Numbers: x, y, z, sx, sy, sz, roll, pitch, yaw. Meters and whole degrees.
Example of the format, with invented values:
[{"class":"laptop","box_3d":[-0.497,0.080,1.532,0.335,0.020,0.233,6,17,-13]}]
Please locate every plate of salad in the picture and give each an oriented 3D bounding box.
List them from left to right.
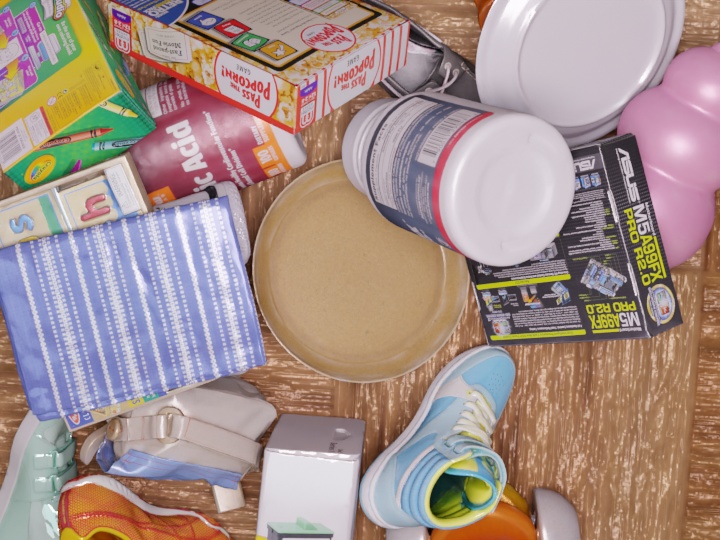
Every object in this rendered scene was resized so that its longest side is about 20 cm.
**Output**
[{"class":"plate of salad","box_3d":[0.181,-0.194,1.060,0.200,0.048,0.200,-14,128,-19]}]

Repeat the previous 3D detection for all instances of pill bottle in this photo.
[{"class":"pill bottle","box_3d":[-0.158,-0.110,1.111,0.200,0.114,0.114,-22,95,4]},{"class":"pill bottle","box_3d":[0.070,-0.083,1.034,0.119,0.200,0.120,-8,108,-26]}]

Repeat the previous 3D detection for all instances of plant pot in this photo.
[{"class":"plant pot","box_3d":[0.000,0.000,1.135,0.200,0.027,0.201,1,86,-14]}]

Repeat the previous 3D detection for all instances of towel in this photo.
[{"class":"towel","box_3d":[-0.185,0.031,1.012,0.200,0.024,0.145,-13,100,0]}]

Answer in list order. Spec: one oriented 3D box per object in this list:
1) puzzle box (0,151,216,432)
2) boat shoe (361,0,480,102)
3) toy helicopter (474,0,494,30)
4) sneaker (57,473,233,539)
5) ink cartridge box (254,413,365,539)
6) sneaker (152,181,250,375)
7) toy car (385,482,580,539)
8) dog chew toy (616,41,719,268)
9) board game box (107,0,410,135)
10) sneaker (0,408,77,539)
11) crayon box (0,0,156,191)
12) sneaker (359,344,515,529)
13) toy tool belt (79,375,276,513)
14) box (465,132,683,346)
[{"class":"puzzle box","box_3d":[-0.213,0.019,1.030,0.133,0.025,0.200,-20,102,4]},{"class":"boat shoe","box_3d":[0.037,-0.188,1.124,0.200,0.057,0.067,35,96,-2]},{"class":"toy helicopter","box_3d":[0.202,-0.230,1.101,0.200,0.079,0.132,-28,117,16]},{"class":"sneaker","box_3d":[-0.191,0.245,1.131,0.073,0.200,0.077,-28,50,34]},{"class":"ink cartridge box","box_3d":[-0.048,0.240,1.127,0.084,0.145,0.200,7,96,1]},{"class":"sneaker","box_3d":[-0.154,0.015,1.108,0.115,0.075,0.200,-8,129,-10]},{"class":"toy car","box_3d":[0.114,0.289,1.124,0.175,0.150,0.200,-6,96,2]},{"class":"dog chew toy","box_3d":[0.265,-0.099,1.080,0.124,0.125,0.200,27,109,-1]},{"class":"board game box","box_3d":[-0.083,-0.196,1.047,0.200,0.151,0.046,28,134,26]},{"class":"sneaker","box_3d":[-0.263,0.195,1.165,0.118,0.074,0.201,24,106,6]},{"class":"crayon box","box_3d":[-0.263,-0.164,1.081,0.119,0.058,0.200,-34,52,5]},{"class":"sneaker","box_3d":[0.098,0.147,1.093,0.080,0.130,0.200,46,67,-20]},{"class":"toy tool belt","box_3d":[-0.182,0.150,1.123,0.200,0.125,0.123,12,99,-24]},{"class":"box","box_3d":[0.166,-0.020,1.074,0.044,0.200,0.161,-19,96,-34]}]
